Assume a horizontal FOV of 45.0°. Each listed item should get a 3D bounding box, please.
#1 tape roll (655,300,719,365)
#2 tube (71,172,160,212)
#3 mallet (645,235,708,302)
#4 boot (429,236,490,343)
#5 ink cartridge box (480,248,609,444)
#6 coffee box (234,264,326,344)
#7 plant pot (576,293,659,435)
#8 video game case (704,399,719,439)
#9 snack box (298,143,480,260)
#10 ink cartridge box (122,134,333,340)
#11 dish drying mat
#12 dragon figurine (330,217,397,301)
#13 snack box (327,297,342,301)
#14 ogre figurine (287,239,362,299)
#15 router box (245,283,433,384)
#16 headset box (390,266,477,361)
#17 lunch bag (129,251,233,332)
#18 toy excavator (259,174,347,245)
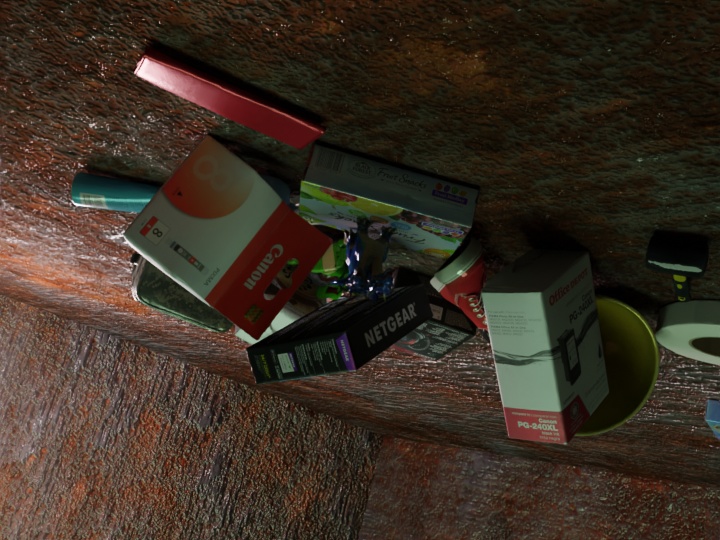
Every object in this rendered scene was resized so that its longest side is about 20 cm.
[{"bbox_3d":[0.509,0.091,1.195,0.202,0.037,0.203,14,164,4],"label":"tape roll"},{"bbox_3d":[-0.329,-0.108,1.301,0.199,0.051,0.077,9,168,6],"label":"tube"},{"bbox_3d":[0.388,0.007,1.030,0.066,0.041,0.200,10,168,32],"label":"mallet"},{"bbox_3d":[0.167,0.037,1.158,0.144,0.072,0.200,48,174,8],"label":"boot"},{"bbox_3d":[0.232,0.089,1.077,0.083,0.201,0.145,0,-159,38],"label":"ink cartridge box"},{"bbox_3d":[-0.116,0.039,1.298,0.113,0.080,0.200,31,-156,-21],"label":"coffee box"},{"bbox_3d":[0.304,0.114,1.245,0.199,0.201,0.142,18,-168,-8],"label":"plant pot"},{"bbox_3d":[0.775,0.303,1.658,0.199,0.046,0.181,6,161,32],"label":"video game case"},{"bbox_3d":[0.029,-0.078,1.039,0.199,0.053,0.142,16,166,-1],"label":"snack box"},{"bbox_3d":[-0.156,-0.039,1.040,0.200,0.162,0.050,36,166,4],"label":"ink cartridge box"},{"bbox_3d":[-0.137,-0.180,0.915,0.199,0.018,0.077,21,164,-21],"label":"dish drying mat"},{"bbox_3d":[0.000,0.000,1.052,0.059,0.100,0.200,18,166,-10],"label":"dragon figurine"},{"bbox_3d":[0.029,0.087,1.636,0.199,0.037,0.116,-1,156,44],"label":"snack box"},{"bbox_3d":[-0.048,-0.010,1.259,0.199,0.099,0.120,9,168,31],"label":"ogre figurine"},{"bbox_3d":[-0.021,0.075,1.065,0.149,0.051,0.200,-12,-171,34],"label":"router box"},{"bbox_3d":[0.092,0.080,1.441,0.148,0.075,0.200,18,157,-9],"label":"headset box"},{"bbox_3d":[-0.307,0.018,1.561,0.199,0.140,0.168,23,179,-23],"label":"lunch bag"},{"bbox_3d":[-0.101,-0.071,1.138,0.199,0.100,0.194,-6,157,32],"label":"toy excavator"}]
